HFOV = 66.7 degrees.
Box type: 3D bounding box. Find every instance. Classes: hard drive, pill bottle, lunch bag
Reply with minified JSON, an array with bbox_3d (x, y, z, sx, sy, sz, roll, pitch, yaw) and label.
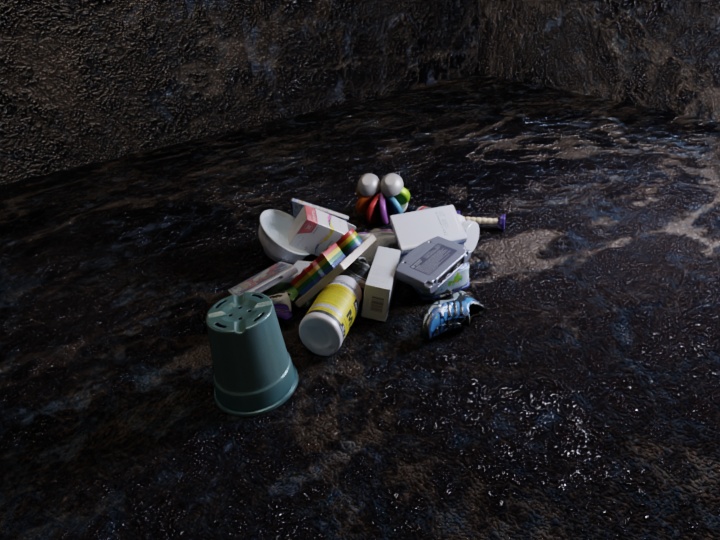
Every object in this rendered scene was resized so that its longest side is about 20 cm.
[{"bbox_3d":[0.193,-0.119,1.571,0.192,0.026,0.135,-11,54,-9],"label":"hard drive"},{"bbox_3d":[0.257,-0.121,1.678,0.196,0.120,0.115,20,38,37],"label":"pill bottle"},{"bbox_3d":[-0.068,0.105,1.357,0.110,0.118,0.201,4,32,18],"label":"pill bottle"},{"bbox_3d":[0.206,-0.004,1.521,0.156,0.085,0.200,-17,31,-16],"label":"lunch bag"}]

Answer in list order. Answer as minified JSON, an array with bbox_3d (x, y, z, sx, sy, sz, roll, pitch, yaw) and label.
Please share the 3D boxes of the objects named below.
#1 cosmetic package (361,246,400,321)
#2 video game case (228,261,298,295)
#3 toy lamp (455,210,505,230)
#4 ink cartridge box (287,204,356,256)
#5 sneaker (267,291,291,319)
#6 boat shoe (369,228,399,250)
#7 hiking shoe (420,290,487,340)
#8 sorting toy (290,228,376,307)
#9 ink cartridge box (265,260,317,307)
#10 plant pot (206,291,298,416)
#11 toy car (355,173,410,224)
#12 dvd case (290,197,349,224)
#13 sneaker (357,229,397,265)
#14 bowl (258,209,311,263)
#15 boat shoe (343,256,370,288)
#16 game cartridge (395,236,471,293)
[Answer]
[{"bbox_3d":[0.057,0.032,1.460,0.069,0.105,0.202,11,32,7],"label":"cosmetic package"},{"bbox_3d":[-0.275,0.030,1.523,0.179,0.024,0.199,-30,13,-17],"label":"video game case"},{"bbox_3d":[0.374,-0.163,1.790,0.193,0.060,0.059,8,32,18],"label":"toy lamp"},{"bbox_3d":[-0.112,-0.107,1.669,0.195,0.117,0.069,18,39,-32],"label":"ink cartridge box"},{"bbox_3d":[-0.267,0.118,1.423,0.193,0.086,0.080,-13,9,22],"label":"sneaker"},{"bbox_3d":[0.086,-0.072,1.704,0.067,0.057,0.199,-51,36,-3],"label":"boat shoe"},{"bbox_3d":[0.223,0.111,1.328,0.085,0.077,0.197,21,39,40],"label":"hiking shoe"},{"bbox_3d":[-0.078,-0.020,1.434,0.199,0.070,0.199,-39,3,37],"label":"sorting toy"},{"bbox_3d":[-0.175,0.049,1.529,0.100,0.061,0.201,6,32,24],"label":"ink cartridge box"},{"bbox_3d":[-0.247,0.171,1.196,0.192,0.202,0.202,-6,29,3],"label":"plant pot"},{"bbox_3d":[0.074,-0.234,1.895,0.192,0.176,0.155,2,65,14],"label":"toy car"},{"bbox_3d":[-0.130,-0.161,1.759,0.193,0.144,0.018,18,64,5],"label":"dvd case"},{"bbox_3d":[0.056,-0.069,1.642,0.194,0.104,0.074,-7,-3,31],"label":"sneaker"},{"bbox_3d":[-0.245,-0.089,1.712,0.197,0.091,0.204,29,28,-17],"label":"bowl"},{"bbox_3d":[0.000,0.000,1.513,0.071,0.073,0.200,29,3,-12],"label":"boat shoe"},{"bbox_3d":[0.186,-0.020,1.435,0.131,0.042,0.198,27,47,33],"label":"game cartridge"}]
